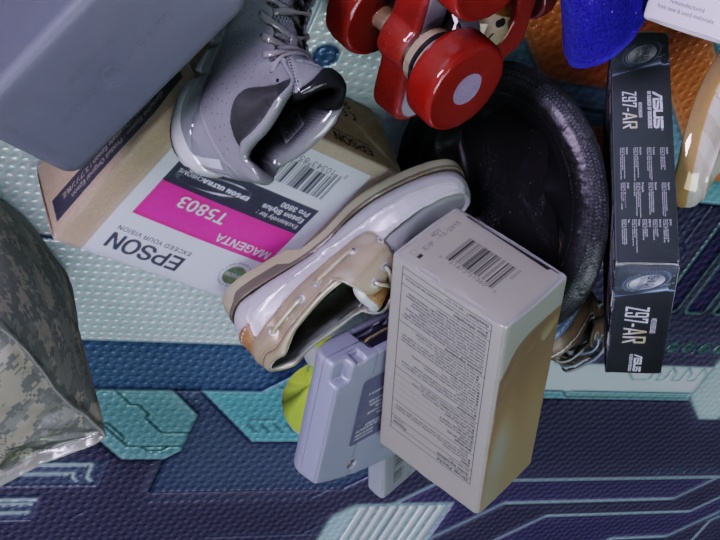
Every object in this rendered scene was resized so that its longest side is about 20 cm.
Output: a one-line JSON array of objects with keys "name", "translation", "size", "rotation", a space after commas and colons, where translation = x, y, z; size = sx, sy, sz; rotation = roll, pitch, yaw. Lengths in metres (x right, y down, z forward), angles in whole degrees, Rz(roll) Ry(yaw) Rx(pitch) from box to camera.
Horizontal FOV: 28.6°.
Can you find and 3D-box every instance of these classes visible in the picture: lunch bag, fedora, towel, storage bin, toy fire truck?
[{"name": "lunch bag", "translation": [-0.271, 0.028, 0.958], "size": [0.117, 0.164, 0.200], "rotation": [-24, 141, 1]}, {"name": "fedora", "translation": [0.119, -0.057, 1.052], "size": [0.091, 0.201, 0.201], "rotation": [-17, 152, -52]}, {"name": "towel", "translation": [0.166, -0.237, 0.873], "size": [0.148, 0.049, 0.200], "rotation": [-59, 153, -25]}, {"name": "storage bin", "translation": [-0.162, -0.165, 0.807], "size": [0.200, 0.135, 0.145], "rotation": [-41, 138, 22]}, {"name": "toy fire truck", "translation": [0.079, -0.193, 0.915], "size": [0.167, 0.112, 0.201], "rotation": [-24, 144, -32]}]

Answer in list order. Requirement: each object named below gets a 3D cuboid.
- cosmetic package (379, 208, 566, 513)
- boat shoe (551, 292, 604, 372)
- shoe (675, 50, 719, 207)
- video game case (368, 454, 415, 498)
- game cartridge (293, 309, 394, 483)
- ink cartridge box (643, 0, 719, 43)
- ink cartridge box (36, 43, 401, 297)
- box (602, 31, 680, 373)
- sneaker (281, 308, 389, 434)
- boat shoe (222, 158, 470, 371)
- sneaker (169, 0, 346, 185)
[{"name": "cosmetic package", "translation": [0.076, 0.068, 1.014], "size": [0.071, 0.105, 0.201], "rotation": [-36, 147, -33]}, {"name": "boat shoe", "translation": [0.168, 0.038, 1.130], "size": [0.072, 0.200, 0.073], "rotation": [-31, 97, 20]}, {"name": "shoe", "translation": [0.279, -0.132, 1.018], "size": [0.201, 0.053, 0.070], "rotation": [-64, 160, -9]}, {"name": "video game case", "translation": [0.075, 0.087, 1.234], "size": [0.182, 0.023, 0.201], "rotation": [-37, 148, -27]}, {"name": "game cartridge", "translation": [0.031, 0.085, 1.104], "size": [0.200, 0.041, 0.134], "rotation": [-23, 134, -41]}, {"name": "ink cartridge box", "translation": [0.286, -0.236, 0.901], "size": [0.146, 0.083, 0.201], "rotation": [6, 107, -34]}, {"name": "ink cartridge box", "translation": [-0.097, -0.068, 0.997], "size": [0.199, 0.075, 0.165], "rotation": [20, 125, -41]}, {"name": "box", "translation": [0.202, -0.048, 1.040], "size": [0.043, 0.201, 0.160], "rotation": [1, 149, 7]}, {"name": "sneaker", "translation": [0.009, 0.060, 1.212], "size": [0.105, 0.076, 0.200], "rotation": [-8, 143, -44]}, {"name": "boat shoe", "translation": [0.000, 0.000, 1.009], "size": [0.200, 0.069, 0.075], "rotation": [-35, 149, 7]}, {"name": "sneaker", "translation": [-0.038, -0.142, 0.845], "size": [0.075, 0.115, 0.201], "rotation": [12, 97, -41]}]
